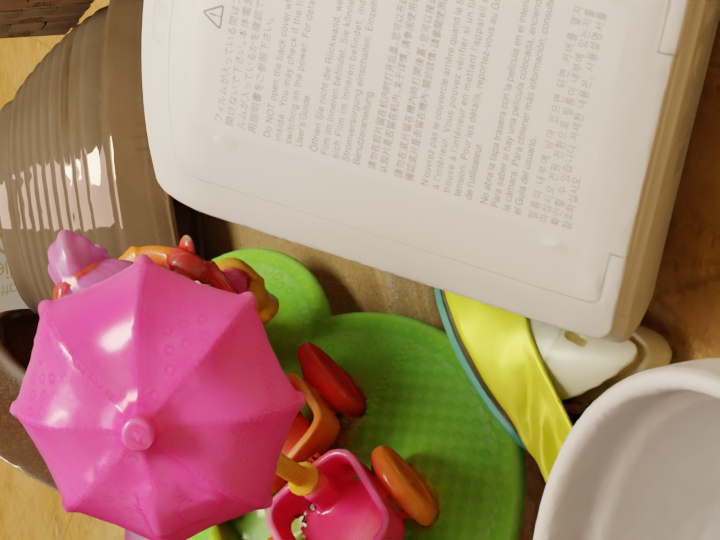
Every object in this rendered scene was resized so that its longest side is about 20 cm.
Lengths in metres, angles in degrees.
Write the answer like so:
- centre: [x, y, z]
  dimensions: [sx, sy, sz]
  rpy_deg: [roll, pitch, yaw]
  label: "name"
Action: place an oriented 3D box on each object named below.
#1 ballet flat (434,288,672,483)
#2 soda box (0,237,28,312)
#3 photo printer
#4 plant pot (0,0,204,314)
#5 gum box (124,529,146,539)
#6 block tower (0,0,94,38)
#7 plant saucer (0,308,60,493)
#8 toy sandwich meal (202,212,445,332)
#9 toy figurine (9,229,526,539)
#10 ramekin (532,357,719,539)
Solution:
- centre: [0.092, 0.061, 0.809]
  dimensions: [0.067, 0.067, 0.201]
  rpy_deg: [-41, 59, 34]
  label: "ballet flat"
- centre: [-0.189, -0.005, 1.197]
  dimensions: [0.064, 0.199, 0.069]
  rpy_deg: [-7, 90, 62]
  label: "soda box"
- centre: [0.019, -0.080, 0.779]
  dimensions: [0.199, 0.069, 0.168]
  rpy_deg: [17, 114, 16]
  label: "photo printer"
- centre: [-0.116, -0.034, 1.067]
  dimensions: [0.201, 0.092, 0.203]
  rpy_deg: [-9, -90, -84]
  label: "plant pot"
- centre: [-0.059, 0.198, 1.122]
  dimensions: [0.200, 0.066, 0.114]
  rpy_deg: [35, 125, 57]
  label: "gum box"
- centre: [-0.133, -0.156, 0.993]
  dimensions: [0.200, 0.057, 0.054]
  rpy_deg: [-29, 70, 62]
  label: "block tower"
- centre: [-0.109, 0.068, 1.073]
  dimensions: [0.200, 0.199, 0.035]
  rpy_deg: [41, 110, 54]
  label: "plant saucer"
- centre: [0.000, 0.000, 0.972]
  dimensions: [0.205, 0.070, 0.207]
  rpy_deg: [38, 137, 46]
  label: "toy sandwich meal"
- centre: [-0.055, 0.039, 0.803]
  dimensions: [0.150, 0.184, 0.200]
  rpy_deg: [-39, 57, 7]
  label: "toy figurine"
- centre: [0.142, 0.121, 0.657]
  dimensions: [0.200, 0.104, 0.202]
  rpy_deg: [23, 116, 60]
  label: "ramekin"
